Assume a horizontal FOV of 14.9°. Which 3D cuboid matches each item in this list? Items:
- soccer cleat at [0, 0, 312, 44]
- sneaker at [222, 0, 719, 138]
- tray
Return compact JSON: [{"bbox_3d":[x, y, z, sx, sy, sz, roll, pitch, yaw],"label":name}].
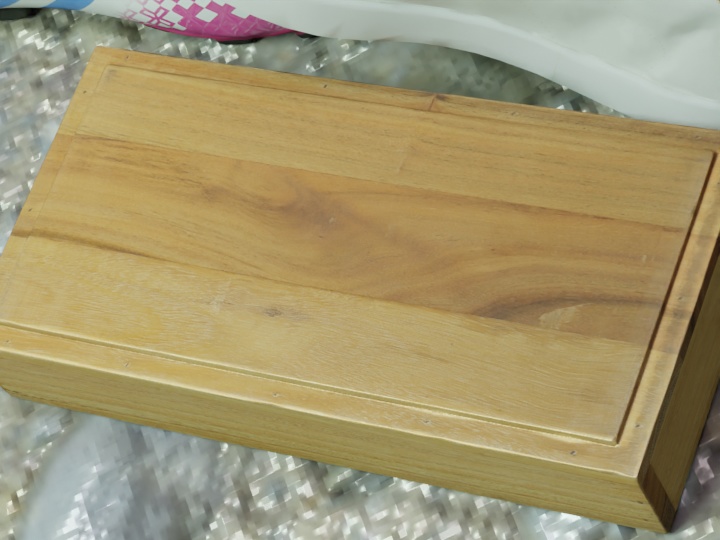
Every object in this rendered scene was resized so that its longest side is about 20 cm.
[{"bbox_3d":[-0.071,-0.111,0.799,0.199,0.086,0.070,-1,60,22],"label":"soccer cleat"},{"bbox_3d":[0.029,-0.103,0.717,0.199,0.085,0.073,16,51,7],"label":"sneaker"},{"bbox_3d":[0.000,0.000,0.734,0.199,0.037,0.099,10,65,26],"label":"tray"}]
